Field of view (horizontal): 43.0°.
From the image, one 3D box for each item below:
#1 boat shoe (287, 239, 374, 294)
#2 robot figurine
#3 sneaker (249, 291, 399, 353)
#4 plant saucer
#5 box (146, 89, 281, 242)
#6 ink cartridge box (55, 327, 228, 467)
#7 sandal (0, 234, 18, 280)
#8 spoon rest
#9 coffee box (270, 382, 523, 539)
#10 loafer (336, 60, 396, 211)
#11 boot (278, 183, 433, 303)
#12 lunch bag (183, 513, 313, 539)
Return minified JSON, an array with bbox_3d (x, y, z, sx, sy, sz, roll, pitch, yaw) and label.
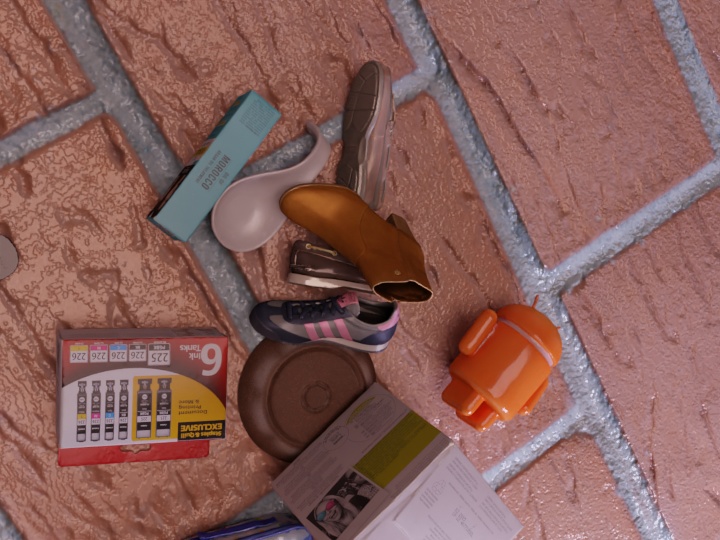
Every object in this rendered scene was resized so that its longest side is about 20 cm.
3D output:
[{"bbox_3d":[0.000,0.000,1.227,0.199,0.072,0.060,7,87,-21],"label":"boat shoe"},{"bbox_3d":[0.206,0.132,1.294,0.144,0.117,0.200,41,80,9],"label":"robot figurine"},{"bbox_3d":[-0.043,0.054,1.198,0.199,0.070,0.082,6,134,-23],"label":"sneaker"},{"bbox_3d":[-0.065,0.168,1.236,0.200,0.037,0.201,-2,96,-20],"label":"plant saucer"},{"bbox_3d":[-0.184,-0.129,1.138,0.049,0.082,0.200,38,81,-18],"label":"box"},{"bbox_3d":[-0.270,0.163,1.130,0.199,0.084,0.176,0,95,-22],"label":"ink cartridge box"},{"bbox_3d":[-0.495,0.012,1.051,0.200,0.045,0.075,-26,104,-17],"label":"sandal"},{"bbox_3d":[-0.110,-0.107,1.173,0.200,0.061,0.099,-48,129,-12],"label":"spoon rest"},{"bbox_3d":[0.045,0.305,1.185,0.200,0.198,0.200,-44,121,-11],"label":"coffee box"},{"bbox_3d":[0.015,-0.176,1.224,0.063,0.072,0.201,5,100,-38],"label":"loafer"},{"bbox_3d":[-0.002,-0.031,1.152,0.201,0.144,0.071,15,127,-26],"label":"boot"},{"bbox_3d":[-0.152,0.414,1.202,0.199,0.082,0.161,-9,95,-21],"label":"lunch bag"}]
